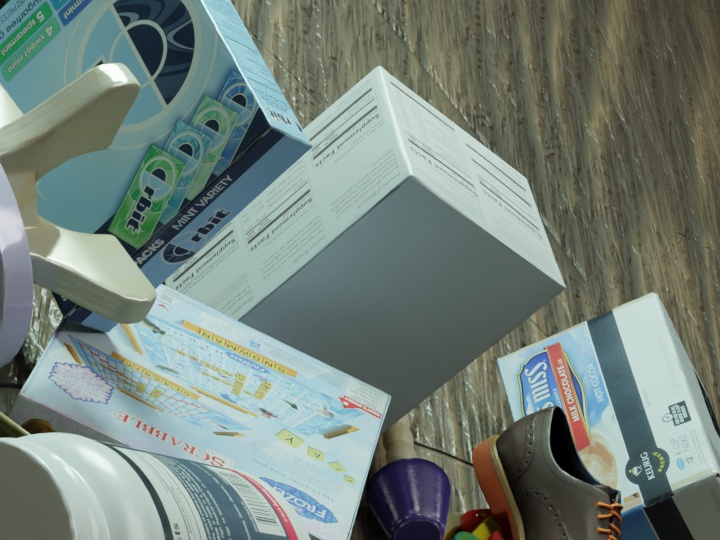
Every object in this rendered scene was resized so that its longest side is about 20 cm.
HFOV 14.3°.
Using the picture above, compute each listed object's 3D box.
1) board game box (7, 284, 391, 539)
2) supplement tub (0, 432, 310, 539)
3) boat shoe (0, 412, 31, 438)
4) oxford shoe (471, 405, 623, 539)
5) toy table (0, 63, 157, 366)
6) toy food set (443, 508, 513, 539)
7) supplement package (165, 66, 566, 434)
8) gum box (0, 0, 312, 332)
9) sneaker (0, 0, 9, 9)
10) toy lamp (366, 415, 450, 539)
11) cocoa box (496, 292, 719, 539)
[{"bbox_3d":[-0.090,0.086,1.642,0.200,0.041,0.200,26,24,-2],"label":"board game box"},{"bbox_3d":[-0.125,0.156,1.413,0.200,0.140,0.140,18,39,-55],"label":"supplement tub"},{"bbox_3d":[-0.238,0.053,1.460,0.201,0.063,0.073,48,21,-8],"label":"boat shoe"},{"bbox_3d":[0.143,0.179,1.876,0.071,0.073,0.200,18,39,-56],"label":"oxford shoe"},{"bbox_3d":[-0.201,-0.034,1.550,0.117,0.184,0.200,-7,61,-44],"label":"toy table"},{"bbox_3d":[0.116,0.241,1.890,0.200,0.049,0.198,52,21,2],"label":"toy food set"},{"bbox_3d":[0.000,0.000,1.836,0.156,0.200,0.111,34,27,-37],"label":"supplement package"},{"bbox_3d":[-0.138,-0.095,1.644,0.045,0.170,0.200,23,31,-52],"label":"gum box"},{"bbox_3d":[-0.188,-0.098,1.797,0.200,0.080,0.086,51,31,17],"label":"sneaker"},{"bbox_3d":[0.025,0.111,1.908,0.058,0.058,0.200,39,24,-29],"label":"toy lamp"},{"bbox_3d":[0.194,0.143,2.053,0.200,0.131,0.133,-103,167,-49],"label":"cocoa box"}]
